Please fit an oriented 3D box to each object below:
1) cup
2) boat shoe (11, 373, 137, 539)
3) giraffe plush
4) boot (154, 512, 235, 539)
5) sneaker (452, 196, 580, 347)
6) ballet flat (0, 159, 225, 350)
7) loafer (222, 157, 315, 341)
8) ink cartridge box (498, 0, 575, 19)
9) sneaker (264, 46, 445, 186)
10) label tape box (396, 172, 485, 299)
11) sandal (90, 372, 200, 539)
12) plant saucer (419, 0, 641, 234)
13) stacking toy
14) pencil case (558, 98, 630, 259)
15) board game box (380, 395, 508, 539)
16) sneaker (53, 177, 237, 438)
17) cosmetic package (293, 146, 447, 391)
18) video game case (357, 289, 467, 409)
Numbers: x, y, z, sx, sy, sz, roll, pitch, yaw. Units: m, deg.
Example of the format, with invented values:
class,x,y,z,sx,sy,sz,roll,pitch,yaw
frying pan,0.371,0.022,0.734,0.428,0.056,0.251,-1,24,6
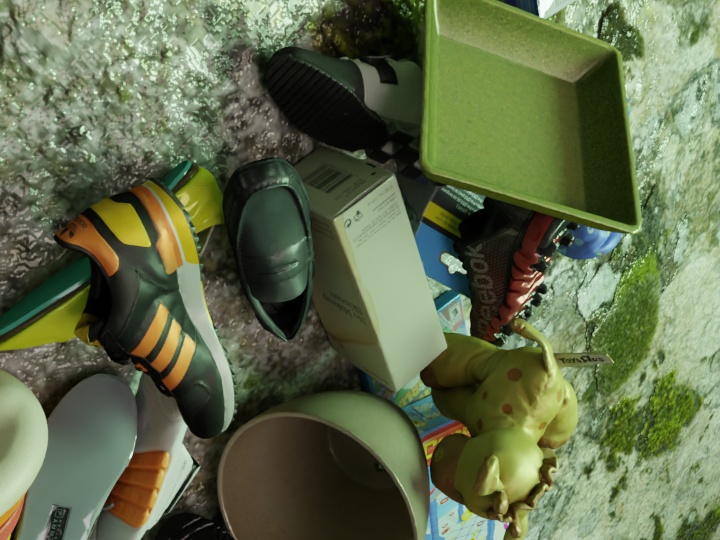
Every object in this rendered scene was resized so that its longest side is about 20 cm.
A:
class,x,y,z,sx,sy,sz,roll,pitch,yaw
cup,-0.014,0.194,0.767,0.143,0.198,0.202,-36,136,-60
boat shoe,-0.229,0.180,0.631,0.073,0.068,0.202,16,71,-24
giraffe plush,0.130,0.159,0.751,0.172,0.199,0.163,36,58,-20
boot,-0.122,0.334,0.773,0.073,0.198,0.163,-41,163,-31
sneaker,0.132,-0.004,0.775,0.071,0.098,0.201,-40,156,-35
ballet flat,-0.173,0.003,0.596,0.200,0.067,0.067,-46,116,-19
loafer,-0.064,-0.011,0.632,0.067,0.071,0.201,-16,152,-11
ink cartridge box,0.175,-0.322,0.742,0.199,0.076,0.137,-36,129,-25
sneaker,0.008,-0.149,0.691,0.199,0.074,0.089,23,61,-32
label tape box,0.110,-0.085,0.808,0.144,0.063,0.201,26,93,-44
sandal,-0.159,0.142,0.669,0.059,0.079,0.208,19,98,-52
plant saucer,0.132,-0.129,0.681,0.198,0.048,0.202,14,60,-17
stacking toy,-0.286,0.175,0.561,0.145,0.146,0.201,-20,138,-33
pencil case,0.260,-0.110,0.915,0.086,0.078,0.202,-11,122,-4
board game box,0.109,0.235,0.926,0.199,0.056,0.198,-17,114,-35
sneaker,-0.149,0.041,0.557,0.090,0.070,0.202,-26,123,-29
cosmetic package,0.000,0.000,0.725,0.073,0.103,0.201,-37,129,-23
video game case,0.073,0.138,0.914,0.143,0.018,0.201,-34,129,-26
